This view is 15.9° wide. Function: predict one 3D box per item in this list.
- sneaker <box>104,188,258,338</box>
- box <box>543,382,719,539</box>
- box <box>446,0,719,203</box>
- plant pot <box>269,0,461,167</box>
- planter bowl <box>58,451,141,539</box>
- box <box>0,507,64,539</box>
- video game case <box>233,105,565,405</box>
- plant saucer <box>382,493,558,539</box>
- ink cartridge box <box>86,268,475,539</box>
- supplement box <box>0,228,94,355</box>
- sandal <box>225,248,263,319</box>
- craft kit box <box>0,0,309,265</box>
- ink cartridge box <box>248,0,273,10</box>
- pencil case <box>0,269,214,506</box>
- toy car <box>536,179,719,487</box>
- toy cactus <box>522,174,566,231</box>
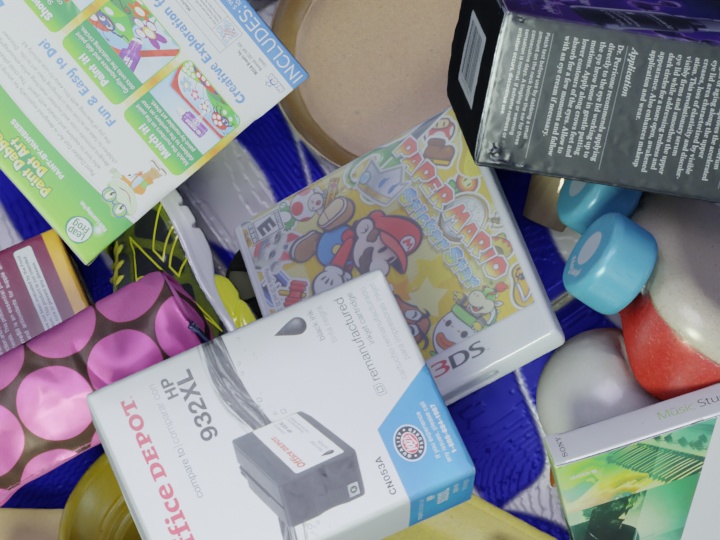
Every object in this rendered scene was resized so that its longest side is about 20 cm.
[{"bbox_3d":[-0.142,0.007,1.752,0.085,0.074,0.200,-28,68,-25],"label":"sneaker"},{"bbox_3d":[0.207,0.169,1.651,0.144,0.200,0.036,-18,32,-1],"label":"box"},{"bbox_3d":[0.167,-0.122,1.648,0.200,0.148,0.104,7,110,-9],"label":"box"},{"bbox_3d":[0.035,-0.153,1.823,0.200,0.027,0.200,-1,74,4],"label":"plant pot"},{"bbox_3d":[-0.091,0.181,1.694,0.200,0.083,0.200,-11,40,9],"label":"planter bowl"},{"bbox_3d":[-0.294,0.241,1.737,0.200,0.021,0.164,1,80,4],"label":"box"},{"bbox_3d":[0.021,0.008,1.694,0.182,0.023,0.200,-29,54,12],"label":"video game case"},{"bbox_3d":[0.042,0.244,1.669,0.200,0.048,0.200,30,76,-24],"label":"plant saucer"},{"bbox_3d":[-0.049,0.108,1.581,0.200,0.084,0.145,-23,76,-7],"label":"ink cartridge box"},{"bbox_3d":[-0.271,0.067,1.754,0.200,0.086,0.110,-24,75,-3],"label":"supplement box"},{"bbox_3d":[0.001,0.001,1.762,0.201,0.057,0.080,-14,58,16],"label":"sandal"},{"bbox_3d":[-0.171,-0.141,1.697,0.198,0.049,0.200,-40,108,-3],"label":"craft kit box"},{"bbox_3d":[-0.158,-0.205,1.787,0.200,0.147,0.083,-28,75,-3],"label":"ink cartridge box"},{"bbox_3d":[-0.187,0.081,1.662,0.200,0.091,0.094,-28,89,-1],"label":"pencil case"},{"bbox_3d":[0.178,0.058,1.709,0.184,0.177,0.200,32,117,-17],"label":"toy car"},{"bbox_3d":[0.152,-0.111,1.769,0.200,0.102,0.165,20,98,-21],"label":"toy cactus"}]
